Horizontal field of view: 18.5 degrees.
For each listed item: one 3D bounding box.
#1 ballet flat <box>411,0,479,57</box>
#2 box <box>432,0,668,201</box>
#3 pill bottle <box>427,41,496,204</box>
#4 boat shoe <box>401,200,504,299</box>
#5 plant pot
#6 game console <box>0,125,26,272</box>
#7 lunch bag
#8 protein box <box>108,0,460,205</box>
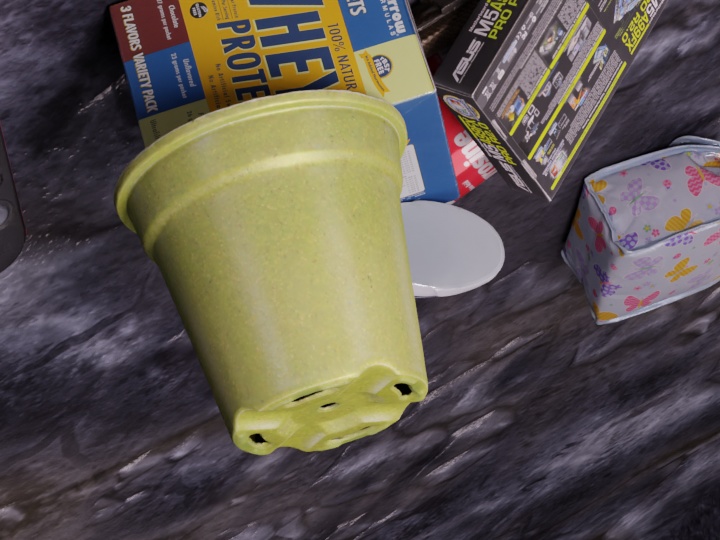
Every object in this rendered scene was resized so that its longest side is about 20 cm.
[{"bbox_3d":[0.020,-0.162,1.710,0.200,0.067,0.046,-34,122,-7],"label":"ballet flat"},{"bbox_3d":[0.149,-0.178,1.704,0.200,0.044,0.160,-59,143,-12],"label":"box"},{"bbox_3d":[0.056,-0.109,1.816,0.200,0.112,0.112,-36,159,8],"label":"pill bottle"},{"bbox_3d":[0.000,0.000,1.611,0.199,0.071,0.091,-4,159,-16],"label":"boat shoe"},{"bbox_3d":[-0.042,0.013,1.431,0.200,0.185,0.200,-15,159,-6],"label":"plant pot"},{"bbox_3d":[-0.330,-0.024,1.525,0.200,0.031,0.177,-28,151,-18],"label":"game console"},{"bbox_3d":[0.327,-0.051,2.335,0.199,0.127,0.170,-17,154,-12],"label":"lunch bag"},{"bbox_3d":[-0.048,-0.115,1.555,0.198,0.135,0.200,-17,159,1],"label":"protein box"}]
